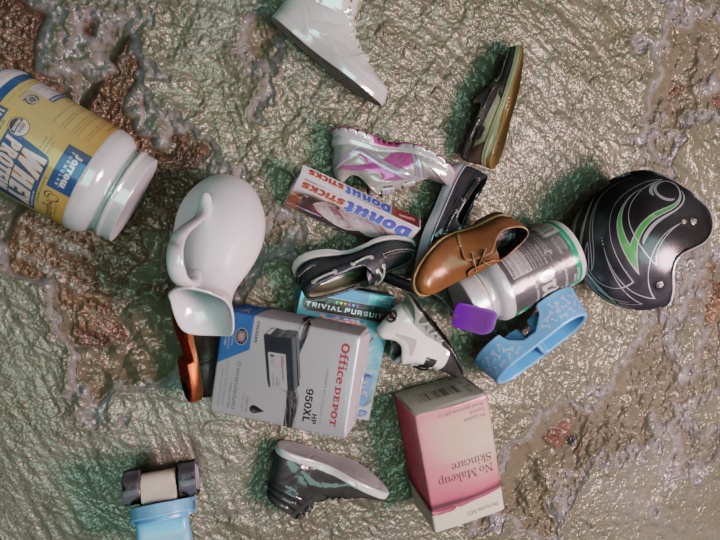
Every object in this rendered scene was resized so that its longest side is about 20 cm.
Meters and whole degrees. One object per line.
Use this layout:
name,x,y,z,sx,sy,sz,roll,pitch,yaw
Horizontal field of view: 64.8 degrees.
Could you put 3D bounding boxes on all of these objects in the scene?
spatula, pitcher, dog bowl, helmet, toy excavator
spatula,0.113,0.045,0.874,0.021,0.199,0.057,-43,148,-37
pitcher,-0.195,-0.040,0.738,0.120,0.172,0.202,4,58,3
dog bowl,0.279,0.110,0.919,0.200,0.050,0.111,-41,150,9
helmet,0.437,-0.041,0.913,0.200,0.200,0.191,43,89,-15
toy excavator,-0.281,0.390,0.827,0.099,0.195,0.202,-4,70,-13

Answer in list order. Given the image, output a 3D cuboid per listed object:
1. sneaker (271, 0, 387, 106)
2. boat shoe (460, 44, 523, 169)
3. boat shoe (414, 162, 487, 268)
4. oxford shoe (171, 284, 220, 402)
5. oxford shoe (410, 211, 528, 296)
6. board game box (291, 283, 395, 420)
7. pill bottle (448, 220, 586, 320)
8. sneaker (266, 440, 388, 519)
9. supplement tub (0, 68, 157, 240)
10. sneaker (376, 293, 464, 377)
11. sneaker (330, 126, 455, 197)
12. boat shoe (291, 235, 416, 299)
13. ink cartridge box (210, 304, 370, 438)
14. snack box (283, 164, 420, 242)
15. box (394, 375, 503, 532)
sneaker,-0.016,-0.341,0.819,0.199,0.074,0.116,38,90,-14
boat shoe,0.207,-0.261,0.888,0.064,0.073,0.202,15,81,20
boat shoe,0.146,-0.068,0.891,0.066,0.070,0.202,20,85,26
oxford shoe,-0.231,0.088,0.834,0.072,0.071,0.202,-9,104,-33
oxford shoe,0.161,-0.023,0.836,0.199,0.071,0.072,-34,119,-13
board game box,-0.041,0.122,0.888,0.149,0.047,0.202,11,95,-15
pill bottle,0.248,0.009,0.911,0.198,0.113,0.114,-26,103,-9
sneaker,-0.058,0.350,0.905,0.198,0.071,0.100,23,93,-10
supplement tub,-0.378,-0.140,0.717,0.199,0.145,0.146,30,90,-15
sneaker,0.092,0.121,0.897,0.088,0.074,0.200,-38,127,7
sneaker,0.044,-0.152,0.858,0.198,0.081,0.089,13,98,-3
boat shoe,0.000,0.000,0.841,0.198,0.061,0.076,-15,144,-17
ink cartridge box,-0.097,0.138,0.804,0.198,0.084,0.146,9,93,9
snack box,-0.012,-0.088,0.857,0.198,0.072,0.024,23,47,-16
box,0.143,0.292,0.924,0.126,0.109,0.202,-13,100,-12
